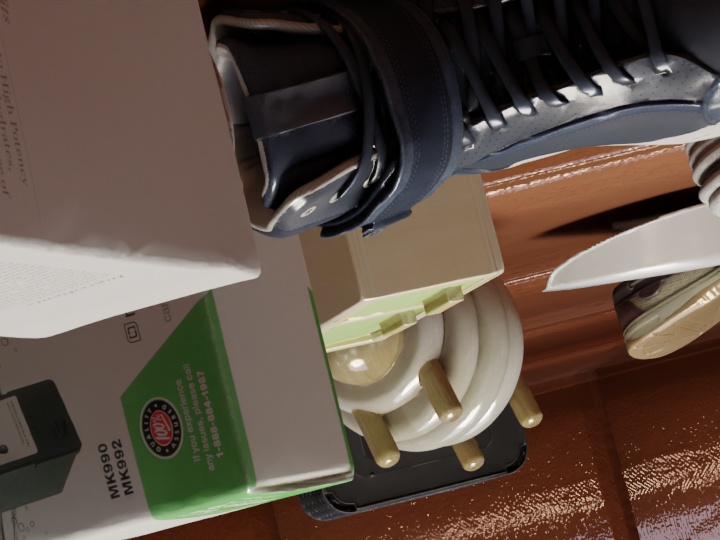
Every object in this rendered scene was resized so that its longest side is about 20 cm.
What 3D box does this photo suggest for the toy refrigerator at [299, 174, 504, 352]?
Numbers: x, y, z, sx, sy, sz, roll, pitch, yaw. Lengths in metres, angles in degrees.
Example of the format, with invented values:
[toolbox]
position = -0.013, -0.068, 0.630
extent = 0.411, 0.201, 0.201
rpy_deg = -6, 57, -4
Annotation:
[toy refrigerator]
position = 0.000, 0.000, 1.134
extent = 0.076, 0.070, 0.200
rpy_deg = -11, 172, -19

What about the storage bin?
[storage bin]
position = 0.037, 0.141, 2.027
extent = 0.199, 0.136, 0.094
rpy_deg = -12, 173, -17

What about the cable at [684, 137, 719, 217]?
[cable]
position = 0.251, -0.077, 1.044
extent = 0.199, 0.070, 0.200
rpy_deg = -6, 168, -45

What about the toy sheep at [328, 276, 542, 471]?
[toy sheep]
position = 0.038, 0.048, 1.325
extent = 0.137, 0.139, 0.200
rpy_deg = -18, 163, 29

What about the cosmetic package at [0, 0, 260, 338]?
[cosmetic package]
position = -0.098, -0.040, 0.509
extent = 0.074, 0.102, 0.200
rpy_deg = -16, 171, 16

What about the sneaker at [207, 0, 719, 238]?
[sneaker]
position = 0.041, -0.064, 0.690
extent = 0.146, 0.077, 0.202
rpy_deg = -11, 174, -44

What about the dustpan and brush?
[dustpan and brush]
position = 0.230, -0.032, 1.460
extent = 0.199, 0.058, 0.139
rpy_deg = -11, 177, 34

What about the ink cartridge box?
[ink cartridge box]
position = -0.119, 0.039, 0.889
extent = 0.199, 0.147, 0.084
rpy_deg = -18, 172, 29

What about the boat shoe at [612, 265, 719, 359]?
[boat shoe]
position = 0.260, -0.013, 1.577
extent = 0.200, 0.065, 0.072
rpy_deg = -39, 153, 25
